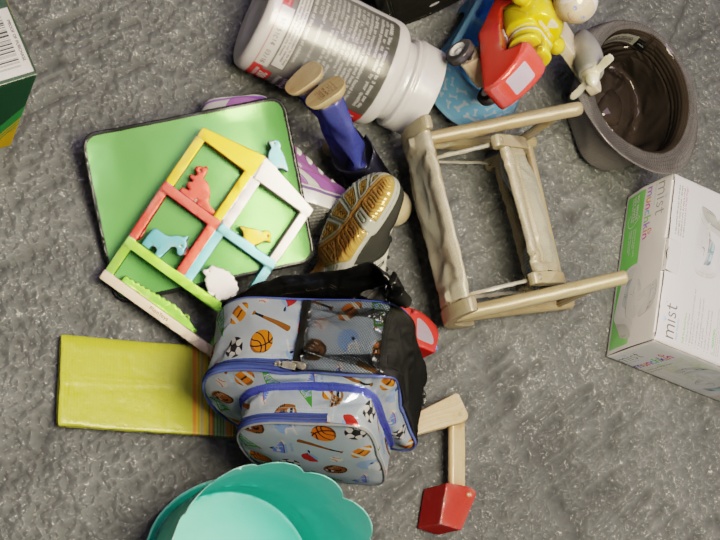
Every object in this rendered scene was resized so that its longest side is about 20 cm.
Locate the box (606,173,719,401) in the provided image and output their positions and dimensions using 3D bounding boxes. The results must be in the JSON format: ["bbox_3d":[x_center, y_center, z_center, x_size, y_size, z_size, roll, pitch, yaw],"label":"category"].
[{"bbox_3d":[0.383,0.022,1.422,0.174,0.097,0.203,19,68,-19],"label":"box"}]

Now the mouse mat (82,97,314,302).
[{"bbox_3d":[-0.152,-0.067,1.193,0.197,0.008,0.164,-12,92,-8],"label":"mouse mat"}]

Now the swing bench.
[{"bbox_3d":[0.144,-0.054,1.315,0.197,0.130,0.202,-8,79,-22],"label":"swing bench"}]

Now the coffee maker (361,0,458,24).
[{"bbox_3d":[0.041,-0.384,1.321,0.133,0.192,0.203,-20,83,-20],"label":"coffee maker"}]

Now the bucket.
[{"bbox_3d":[-0.094,0.271,1.097,0.204,0.134,0.211,8,72,-24],"label":"bucket"}]

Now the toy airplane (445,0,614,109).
[{"bbox_3d":[0.183,-0.270,1.283,0.198,0.140,0.203,-12,94,-47],"label":"toy airplane"}]

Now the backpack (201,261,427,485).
[{"bbox_3d":[-0.044,0.101,1.122,0.187,0.201,0.156,9,56,16],"label":"backpack"}]

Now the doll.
[{"bbox_3d":[-0.001,-0.111,1.254,0.048,0.136,0.201,-42,134,-8],"label":"doll"}]

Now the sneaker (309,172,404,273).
[{"bbox_3d":[0.000,0.000,1.220,0.087,0.202,0.076,19,23,-25],"label":"sneaker"}]

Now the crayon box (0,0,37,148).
[{"bbox_3d":[-0.353,-0.220,1.094,0.058,0.172,0.203,-21,85,-25],"label":"crayon box"}]

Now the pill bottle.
[{"bbox_3d":[-0.020,-0.220,1.289,0.198,0.114,0.115,23,66,-18],"label":"pill bottle"}]

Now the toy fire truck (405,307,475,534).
[{"bbox_3d":[0.058,0.144,1.256,0.139,0.049,0.203,23,66,-18],"label":"toy fire truck"}]

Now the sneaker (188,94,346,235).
[{"bbox_3d":[-0.072,-0.112,1.258,0.198,0.073,0.116,21,64,-19],"label":"sneaker"}]

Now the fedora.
[{"bbox_3d":[0.296,-0.185,1.443,0.175,0.090,0.203,21,61,-21],"label":"fedora"}]

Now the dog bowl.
[{"bbox_3d":[0.148,-0.243,1.395,0.111,0.050,0.201,32,57,-5],"label":"dog bowl"}]

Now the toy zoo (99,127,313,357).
[{"bbox_3d":[-0.134,-0.039,1.182,0.130,0.020,0.201,34,85,-8],"label":"toy zoo"}]

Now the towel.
[{"bbox_3d":[-0.182,0.109,1.172,0.197,0.018,0.087,7,68,-23],"label":"towel"}]
